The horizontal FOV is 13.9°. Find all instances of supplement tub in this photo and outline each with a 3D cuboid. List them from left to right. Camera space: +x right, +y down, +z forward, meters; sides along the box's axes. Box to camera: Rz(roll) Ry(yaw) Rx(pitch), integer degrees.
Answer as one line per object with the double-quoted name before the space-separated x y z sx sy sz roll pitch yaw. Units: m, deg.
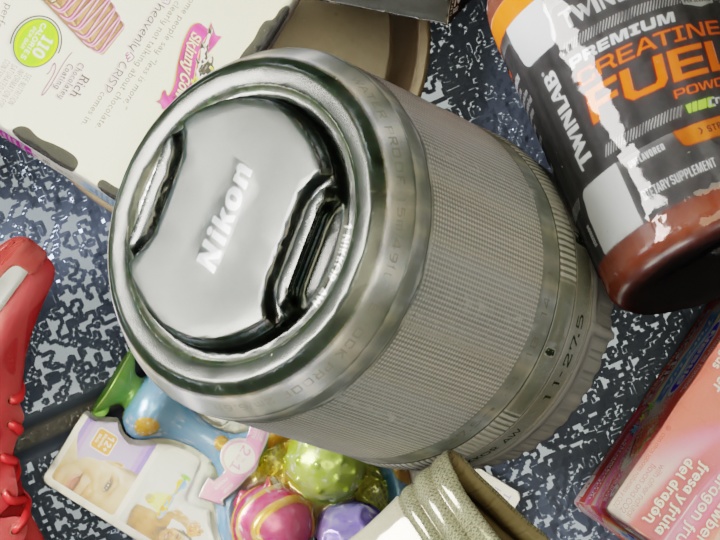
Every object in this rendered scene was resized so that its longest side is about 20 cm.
"supplement tub" 0.122 -0.088 1.304 0.107 0.107 0.200 -21 71 -5

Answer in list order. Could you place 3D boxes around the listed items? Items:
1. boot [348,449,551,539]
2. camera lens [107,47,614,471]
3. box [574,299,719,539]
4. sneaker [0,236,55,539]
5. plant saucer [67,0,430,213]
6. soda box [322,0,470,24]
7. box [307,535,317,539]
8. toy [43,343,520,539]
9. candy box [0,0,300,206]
"boot" 0.045 0.194 1.296 0.155 0.072 0.200 -37 93 11
"camera lens" 0.000 0.000 1.292 0.160 0.200 0.160 -10 72 33
"box" 0.198 0.055 1.374 0.095 0.103 0.200 35 84 -2
"sneaker" -0.169 0.091 1.370 0.115 0.078 0.200 30 98 -11
"plant saucer" -0.067 -0.112 1.400 0.200 0.029 0.201 0 87 -5
"soda box" 0.028 -0.218 1.326 0.071 0.063 0.200 12 109 10
"box" -0.008 0.235 1.361 0.110 0.035 0.200 -34 98 6
"toy" -0.036 0.103 1.382 0.200 0.047 0.115 32 87 -2
"candy box" -0.142 -0.128 1.351 0.200 0.061 0.137 33 85 -1
